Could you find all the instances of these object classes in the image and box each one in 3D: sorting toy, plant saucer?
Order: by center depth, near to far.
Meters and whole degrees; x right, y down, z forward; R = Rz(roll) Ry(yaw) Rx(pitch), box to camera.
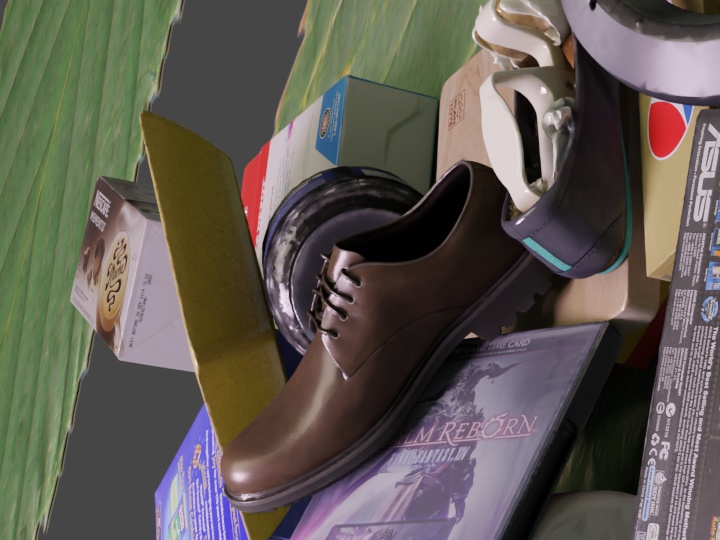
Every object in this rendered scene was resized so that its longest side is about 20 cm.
[{"bbox_3d":[0.111,-0.034,1.240,0.199,0.069,0.201,142,137,-57],"label":"sorting toy"},{"bbox_3d":[-0.076,0.031,1.489,0.200,0.048,0.200,77,178,-51],"label":"plant saucer"}]

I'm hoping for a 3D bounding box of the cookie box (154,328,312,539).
[{"bbox_3d":[-0.069,0.165,1.639,0.200,0.075,0.172,120,152,-45],"label":"cookie box"}]

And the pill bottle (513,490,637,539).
[{"bbox_3d":[0.076,0.161,1.171,0.200,0.112,0.113,159,120,-68],"label":"pill bottle"}]

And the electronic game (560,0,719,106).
[{"bbox_3d":[0.171,-0.162,1.074,0.200,0.042,0.201,-19,56,31],"label":"electronic game"}]

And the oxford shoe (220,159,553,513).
[{"bbox_3d":[-0.002,0.026,1.162,0.200,0.084,0.073,-47,29,-1],"label":"oxford shoe"}]

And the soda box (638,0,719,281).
[{"bbox_3d":[0.167,-0.091,1.122,0.064,0.068,0.201,129,147,-54],"label":"soda box"}]

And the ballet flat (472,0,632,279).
[{"bbox_3d":[0.087,-0.091,1.148,0.073,0.073,0.201,130,146,-54],"label":"ballet flat"}]

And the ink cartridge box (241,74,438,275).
[{"bbox_3d":[-0.022,-0.037,1.632,0.200,0.067,0.117,147,132,-64],"label":"ink cartridge box"}]

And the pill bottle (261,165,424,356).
[{"bbox_3d":[0.000,0.000,1.414,0.200,0.111,0.112,-114,37,-84],"label":"pill bottle"}]

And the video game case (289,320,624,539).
[{"bbox_3d":[0.025,0.110,1.119,0.143,0.019,0.200,-9,44,47],"label":"video game case"}]

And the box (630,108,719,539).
[{"bbox_3d":[0.191,0.035,0.949,0.193,0.047,0.201,1,80,53],"label":"box"}]

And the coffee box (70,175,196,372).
[{"bbox_3d":[-0.167,0.000,2.007,0.200,0.080,0.113,-143,65,-69],"label":"coffee box"}]
